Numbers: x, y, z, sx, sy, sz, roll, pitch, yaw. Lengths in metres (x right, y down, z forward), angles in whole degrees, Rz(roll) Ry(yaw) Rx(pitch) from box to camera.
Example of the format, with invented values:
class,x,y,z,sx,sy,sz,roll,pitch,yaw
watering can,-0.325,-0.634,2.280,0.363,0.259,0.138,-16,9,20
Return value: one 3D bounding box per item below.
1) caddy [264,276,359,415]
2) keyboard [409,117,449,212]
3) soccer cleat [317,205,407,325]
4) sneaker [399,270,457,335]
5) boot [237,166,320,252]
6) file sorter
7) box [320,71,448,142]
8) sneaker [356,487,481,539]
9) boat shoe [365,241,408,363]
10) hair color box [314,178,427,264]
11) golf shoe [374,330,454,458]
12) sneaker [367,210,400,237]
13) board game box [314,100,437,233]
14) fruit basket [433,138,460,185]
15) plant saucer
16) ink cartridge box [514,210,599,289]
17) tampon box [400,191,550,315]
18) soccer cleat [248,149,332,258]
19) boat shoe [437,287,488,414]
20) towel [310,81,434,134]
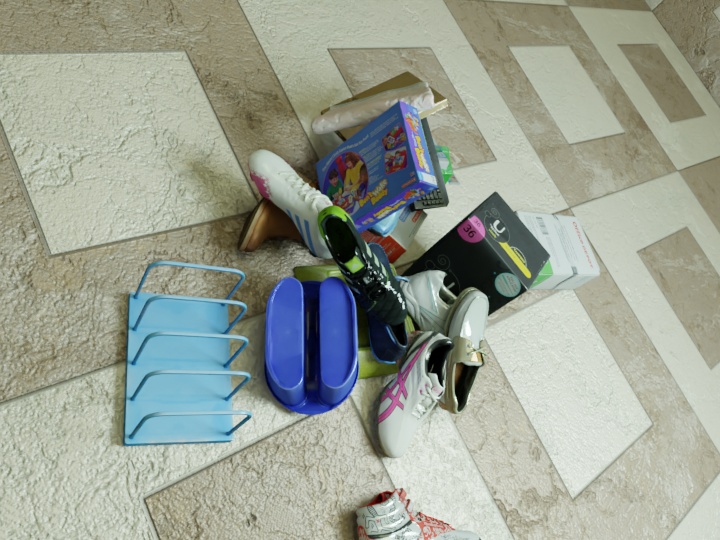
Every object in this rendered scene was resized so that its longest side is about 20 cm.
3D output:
class,x,y,z,sx,sy,sz,roll,pitch,yaw
caddy,-0.071,0.103,0.864,0.139,0.105,0.203,0,67,-4
keyboard,0.085,-0.202,1.095,0.125,0.021,0.203,-9,70,-11
soccer cleat,0.000,0.000,0.845,0.201,0.067,0.081,56,9,-9
sneaker,0.138,0.092,1.000,0.202,0.079,0.071,63,24,-15
boot,-0.102,-0.066,0.977,0.155,0.077,0.201,39,42,-13
file sorter,-0.216,0.104,0.760,0.137,0.123,0.203,7,60,-30
box,0.040,-0.302,1.116,0.198,0.021,0.164,-26,42,-8
sneaker,0.084,0.361,0.845,0.198,0.067,0.110,0,66,-30
boat shoe,0.046,0.042,0.940,0.083,0.069,0.203,-1,65,-33
hair color box,0.016,-0.121,1.083,0.199,0.064,0.111,39,50,-6
golf shoe,0.082,0.186,0.904,0.072,0.091,0.203,29,71,-30
sneaker,0.054,-0.153,1.010,0.077,0.090,0.203,22,70,-9
board game box,0.018,-0.150,0.932,0.044,0.199,0.137,7,65,-45
fruit basket,0.097,-0.252,1.193,0.183,0.094,0.203,-3,63,-34
plant saucer,0.009,0.070,0.977,0.197,0.048,0.203,-3,65,-35
ink cartridge box,0.396,-0.039,1.270,0.197,0.084,0.148,2,63,-32
tampon box,0.194,-0.004,1.035,0.150,0.200,0.126,48,44,2
soccer cleat,-0.085,-0.108,0.902,0.201,0.086,0.070,52,52,-14
boat shoe,0.171,0.132,0.957,0.074,0.068,0.204,7,103,-29
towel,0.026,-0.276,1.005,0.192,0.196,0.033,-76,152,-67
